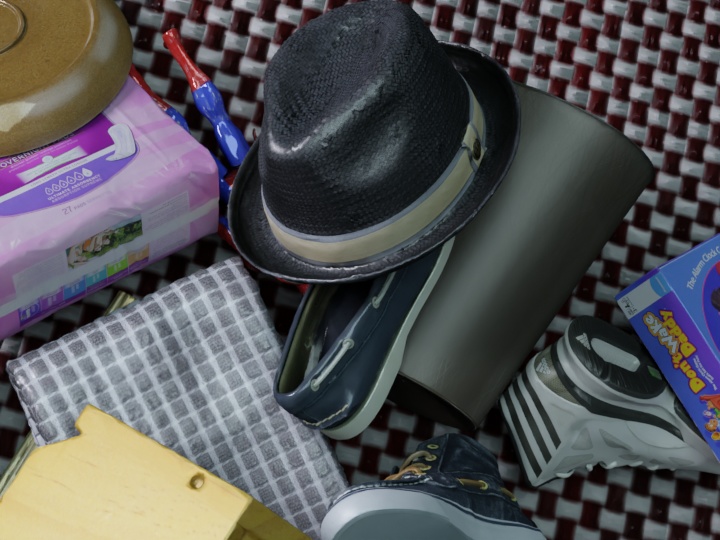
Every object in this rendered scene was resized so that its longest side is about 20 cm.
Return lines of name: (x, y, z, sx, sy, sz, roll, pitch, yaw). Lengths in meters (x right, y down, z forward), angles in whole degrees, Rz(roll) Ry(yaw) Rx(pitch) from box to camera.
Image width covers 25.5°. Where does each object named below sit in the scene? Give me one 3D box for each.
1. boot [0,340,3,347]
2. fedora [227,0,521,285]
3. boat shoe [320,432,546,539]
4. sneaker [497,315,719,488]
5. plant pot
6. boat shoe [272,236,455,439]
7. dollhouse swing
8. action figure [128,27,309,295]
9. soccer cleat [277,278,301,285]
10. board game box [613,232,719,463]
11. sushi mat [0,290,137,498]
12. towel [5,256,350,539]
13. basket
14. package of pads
boot: (-0.261, 0.144, 0.971, 0.200, 0.070, 0.146, -40, 83, -9)
fedora: (-0.004, -0.090, 0.929, 0.200, 0.092, 0.201, -14, 43, 13)
boat shoe: (0.034, 0.144, 0.976, 0.071, 0.200, 0.091, -44, 52, 19)
sneaker: (0.171, 0.105, 1.067, 0.200, 0.115, 0.076, 27, 38, -32)
plant pot: (-0.248, -0.149, 1.029, 0.199, 0.028, 0.200, 1, 47, -1)
boat shoe: (0.000, 0.000, 0.960, 0.062, 0.075, 0.200, 35, 72, -40)
dollhouse swing: (-0.116, 0.221, 0.911, 0.181, 0.176, 0.200, 24, 76, 31)
action figure: (-0.086, -0.065, 1.072, 0.065, 0.052, 0.200, -35, 88, -12)
soccer cleat: (-0.016, -0.074, 1.033, 0.069, 0.085, 0.200, 39, 44, -17)
board game box: (0.276, 0.033, 1.070, 0.200, 0.045, 0.135, -24, 79, -42)
sushi mat: (-0.165, 0.117, 1.025, 0.096, 0.012, 0.200, 31, 72, -3)
towel: (-0.105, 0.112, 0.982, 0.165, 0.086, 0.200, -27, 92, -17)
basket: (0.071, -0.009, 1.040, 0.180, 0.136, 0.200, 19, 75, 31)
package of pads: (-0.199, -0.038, 0.997, 0.200, 0.076, 0.120, -30, 56, -28)
